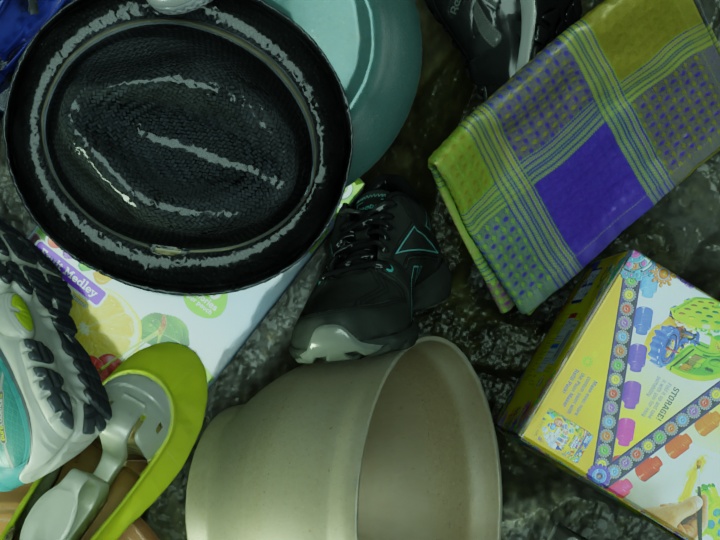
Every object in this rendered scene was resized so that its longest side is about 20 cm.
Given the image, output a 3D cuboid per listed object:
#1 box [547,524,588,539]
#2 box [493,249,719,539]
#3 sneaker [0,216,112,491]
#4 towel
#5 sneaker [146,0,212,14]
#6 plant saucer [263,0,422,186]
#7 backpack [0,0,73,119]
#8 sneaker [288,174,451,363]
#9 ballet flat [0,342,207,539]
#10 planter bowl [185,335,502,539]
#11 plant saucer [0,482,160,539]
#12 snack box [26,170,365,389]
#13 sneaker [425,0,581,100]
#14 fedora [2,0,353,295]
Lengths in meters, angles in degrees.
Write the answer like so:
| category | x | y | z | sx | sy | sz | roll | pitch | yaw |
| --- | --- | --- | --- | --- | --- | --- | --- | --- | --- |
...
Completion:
| category | x | y | z | sx | sy | sz | roll | pitch | yaw |
| --- | --- | --- | --- | --- | --- | --- | --- | --- | --- |
| box | 0.120 | 0.267 | 1.438 | 0.112 | 0.101 | 0.200 | 29 | 89 | 1 |
| box | 0.193 | 0.091 | 1.394 | 0.192 | 0.200 | 0.122 | 32 | 88 | -1 |
| sneaker | -0.209 | 0.036 | 1.371 | 0.080 | 0.077 | 0.200 | -40 | 48 | 18 |
| towel | 0.139 | -0.078 | 1.434 | 0.200 | 0.023 | 0.144 | -38 | 128 | -11 |
| sneaker | -0.113 | -0.247 | 1.361 | 0.075 | 0.115 | 0.200 | -18 | 46 | 20 |
| plant saucer | -0.061 | -0.135 | 1.431 | 0.199 | 0.036 | 0.201 | 0 | 86 | -3 |
| backpack | -0.246 | -0.163 | 1.414 | 0.162 | 0.168 | 0.200 | 42 | 85 | -6 |
| sneaker | 0.000 | 0.000 | 1.387 | 0.075 | 0.200 | 0.080 | -7 | 102 | 14 |
| ballet flat | -0.147 | 0.114 | 1.367 | 0.067 | 0.067 | 0.200 | 28 | 66 | 13 |
| planter bowl | -0.017 | 0.138 | 1.409 | 0.134 | 0.200 | 0.201 | -1 | 89 | 27 |
| plant saucer | -0.196 | 0.216 | 1.419 | 0.200 | 0.032 | 0.201 | 2 | 97 | 15 |
| snack box | -0.113 | -0.016 | 1.465 | 0.142 | 0.053 | 0.200 | 38 | 87 | -1 |
| sneaker | 0.082 | -0.156 | 1.467 | 0.087 | 0.076 | 0.201 | 4 | 102 | 33 |
| fedora | -0.101 | -0.074 | 1.356 | 0.200 | 0.092 | 0.201 | 0 | 95 | -5 |
